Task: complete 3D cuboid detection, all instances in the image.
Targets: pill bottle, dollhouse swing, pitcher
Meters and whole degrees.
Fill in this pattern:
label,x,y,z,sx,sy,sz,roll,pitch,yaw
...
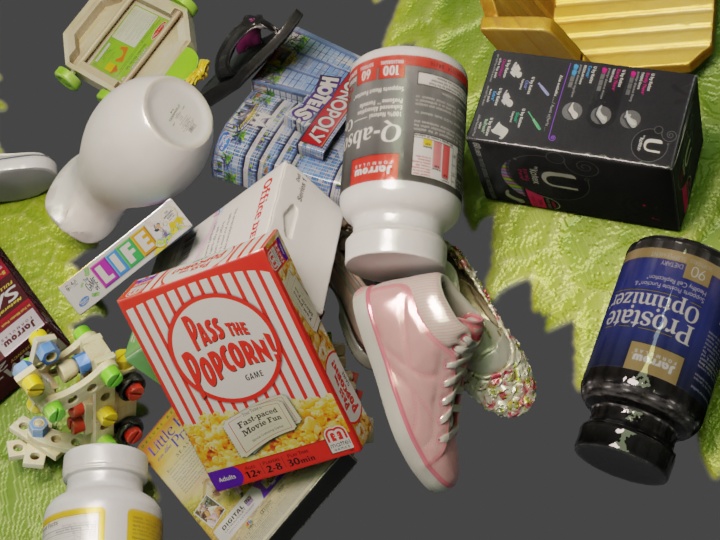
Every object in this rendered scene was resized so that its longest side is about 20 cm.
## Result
label,x,y,z,sx,sy,sz,roll,pitch,yaw
pill bottle,0.260,0.080,1.266,0.111,0.112,0.201,14,69,23
dollhouse swing,0.242,-0.299,1.434,0.175,0.182,0.201,-8,60,36
pill bottle,-0.238,0.268,1.326,0.111,0.112,0.201,-9,62,13
pill bottle,0.040,-0.097,1.345,0.115,0.116,0.202,-1,71,16
pitcher,-0.227,-0.135,1.486,0.200,0.121,0.172,-33,28,47

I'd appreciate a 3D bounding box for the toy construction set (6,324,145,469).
label,x,y,z,sx,sy,sz,roll,pitch,yaw
toy construction set,-0.277,0.131,1.379,0.130,0.200,0.092,-21,64,-30

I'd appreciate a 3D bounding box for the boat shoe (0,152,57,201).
label,x,y,z,sx,sy,sz,roll,pitch,yaw
boat shoe,-0.429,-0.113,1.593,0.198,0.074,0.066,-8,67,12

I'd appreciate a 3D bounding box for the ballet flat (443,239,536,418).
label,x,y,z,sx,sy,sz,roll,pitch,yaw
ballet flat,0.099,0.050,1.358,0.075,0.064,0.201,-31,60,-1

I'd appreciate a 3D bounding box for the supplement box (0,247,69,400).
label,x,y,z,sx,sy,sz,roll,pitch,yaw
supplement box,-0.408,0.035,1.522,0.109,0.061,0.200,-40,61,-5

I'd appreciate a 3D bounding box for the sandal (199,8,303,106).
label,x,y,z,sx,sy,sz,roll,pitch,yaw
sandal,-0.128,-0.226,1.501,0.200,0.048,0.076,-26,25,54

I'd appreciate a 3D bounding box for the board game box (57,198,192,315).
label,x,y,z,sx,sy,sz,roll,pitch,yaw
board game box,-0.229,-0.016,1.423,0.134,0.200,0.034,-39,96,-5

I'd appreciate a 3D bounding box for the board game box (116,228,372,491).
label,x,y,z,sx,sy,sz,roll,pitch,yaw
board game box,-0.099,0.082,1.250,0.151,0.201,0.046,-19,17,23

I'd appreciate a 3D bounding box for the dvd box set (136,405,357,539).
label,x,y,z,sx,sy,sz,roll,pitch,yaw
dvd box set,-0.110,0.172,1.345,0.147,0.029,0.200,-49,48,-2

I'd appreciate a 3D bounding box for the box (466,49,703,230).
label,x,y,z,sx,sy,sz,roll,pitch,yaw
box,0.216,-0.125,1.373,0.199,0.122,0.107,10,68,22

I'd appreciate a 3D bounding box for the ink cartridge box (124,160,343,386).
label,x,y,z,sx,sy,sz,roll,pitch,yaw
ink cartridge box,-0.118,0.011,1.355,0.199,0.084,0.145,-33,31,34

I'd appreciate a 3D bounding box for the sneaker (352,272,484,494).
label,x,y,z,sx,sy,sz,roll,pitch,yaw
sneaker,0.073,0.096,1.292,0.104,0.075,0.202,-19,92,18

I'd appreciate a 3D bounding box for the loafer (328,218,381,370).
label,x,y,z,sx,sy,sz,roll,pitch,yaw
loafer,0.000,0.000,1.399,0.063,0.072,0.201,-48,54,38

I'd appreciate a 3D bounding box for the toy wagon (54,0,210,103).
label,x,y,z,sx,sy,sz,roll,pitch,yaw
toy wagon,-0.247,-0.248,1.624,0.199,0.040,0.156,29,76,26

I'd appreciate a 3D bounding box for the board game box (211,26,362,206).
label,x,y,z,sx,sy,sz,roll,pitch,yaw
board game box,-0.021,-0.149,1.464,0.199,0.062,0.200,17,47,18

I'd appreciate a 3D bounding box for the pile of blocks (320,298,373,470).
label,x,y,z,sx,sy,sz,roll,pitch,yaw
pile of blocks,-0.038,0.103,1.386,0.062,0.082,0.201,-3,63,-36
